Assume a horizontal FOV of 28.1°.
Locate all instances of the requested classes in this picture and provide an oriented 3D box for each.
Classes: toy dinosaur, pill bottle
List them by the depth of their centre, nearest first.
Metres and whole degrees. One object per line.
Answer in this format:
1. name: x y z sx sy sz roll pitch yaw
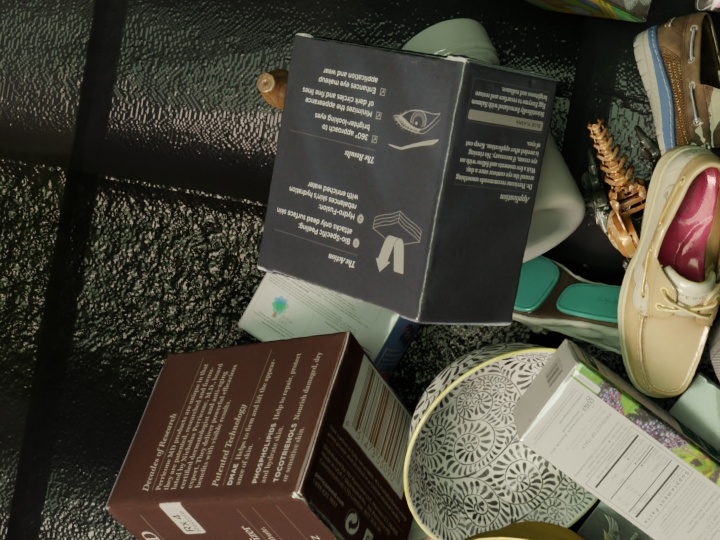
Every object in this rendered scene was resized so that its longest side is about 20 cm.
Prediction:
1. toy dinosaur: 0.240 -0.046 1.192 0.101 0.136 0.201 -7 128 4
2. pill bottle: 0.105 -0.112 1.248 0.114 0.114 0.201 -29 66 16

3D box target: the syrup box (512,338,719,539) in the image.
1. syrup box: 0.222 0.150 1.138 0.199 0.079 0.082 35 100 -5

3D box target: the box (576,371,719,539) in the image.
1. box: 0.291 0.211 1.214 0.158 0.048 0.201 39 100 16

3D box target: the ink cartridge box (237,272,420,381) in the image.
1. ink cartridge box: 0.000 0.000 1.308 0.136 0.076 0.201 32 100 18

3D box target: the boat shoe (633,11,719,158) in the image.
1. boat shoe: 0.284 -0.121 1.176 0.072 0.072 0.201 -28 70 34

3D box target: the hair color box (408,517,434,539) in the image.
1. hair color box: 0.050 0.294 1.287 0.110 0.064 0.201 -24 82 16

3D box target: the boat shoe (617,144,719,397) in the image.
1. boat shoe: 0.246 0.005 1.111 0.073 0.069 0.202 4 98 -7

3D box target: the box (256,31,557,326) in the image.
1. box: 0.033 -0.075 1.155 0.196 0.117 0.202 18 100 45

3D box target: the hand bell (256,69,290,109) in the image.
1. hand bell: -0.047 -0.150 1.265 0.103 0.200 0.105 -1 88 19

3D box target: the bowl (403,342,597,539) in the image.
1. bowl: 0.117 0.135 1.236 0.199 0.094 0.202 -8 117 -16

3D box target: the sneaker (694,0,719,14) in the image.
1. sneaker: 0.306 -0.312 1.226 0.086 0.080 0.202 10 83 31

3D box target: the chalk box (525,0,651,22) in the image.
1. chalk box: 0.150 -0.295 1.187 0.123 0.199 0.125 19 94 46

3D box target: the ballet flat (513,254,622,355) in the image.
1. ballet flat: 0.175 0.034 1.244 0.199 0.069 0.070 19 95 45

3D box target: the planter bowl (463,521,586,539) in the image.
1. planter bowl: 0.147 0.270 1.190 0.199 0.084 0.202 10 124 15

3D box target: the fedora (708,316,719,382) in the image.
1. fedora: 0.356 0.071 1.153 0.090 0.199 0.178 -52 38 41

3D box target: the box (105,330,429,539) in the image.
1. box: -0.072 0.173 1.230 0.199 0.166 0.165 -10 45 31
